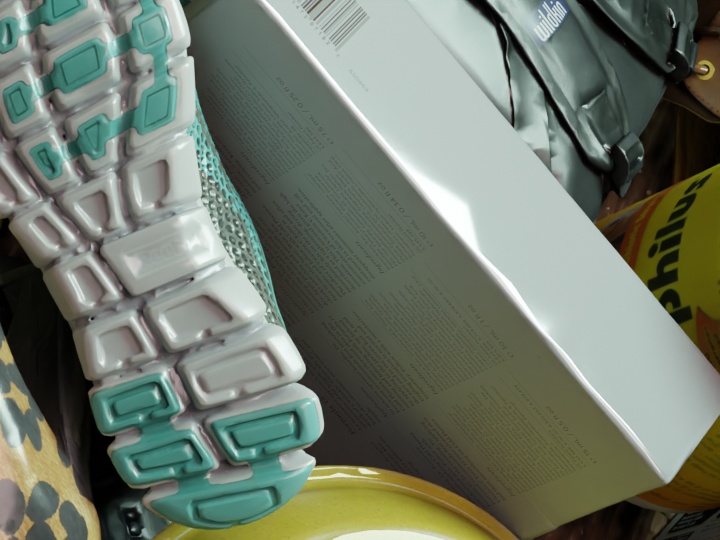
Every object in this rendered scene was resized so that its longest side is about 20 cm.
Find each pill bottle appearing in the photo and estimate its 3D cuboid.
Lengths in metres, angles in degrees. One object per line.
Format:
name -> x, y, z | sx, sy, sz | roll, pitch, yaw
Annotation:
pill bottle -> 0.132, 0.019, 0.921 | 0.109, 0.200, 0.109 | 10, 69, -29

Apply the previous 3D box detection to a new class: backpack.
backpack -> 0.001, -0.107, 0.927 | 0.200, 0.154, 0.163 | 54, 45, -28

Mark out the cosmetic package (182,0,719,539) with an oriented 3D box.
cosmetic package -> 0.000, 0.000, 0.876 | 0.200, 0.151, 0.052 | 50, 50, -9

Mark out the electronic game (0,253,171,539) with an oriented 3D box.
electronic game -> -0.116, 0.086, 0.844 | 0.200, 0.042, 0.200 | 16, 60, -30

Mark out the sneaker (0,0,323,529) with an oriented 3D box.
sneaker -> -0.071, -0.022, 0.819 | 0.077, 0.091, 0.200 | -17, 95, 1

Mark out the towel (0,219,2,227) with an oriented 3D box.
towel -> -0.181, -0.073, 0.826 | 0.200, 0.018, 0.086 | 20, 63, -49

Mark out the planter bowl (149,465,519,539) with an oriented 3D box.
planter bowl -> 0.010, 0.159, 0.807 | 0.200, 0.083, 0.201 | 0, 89, -27

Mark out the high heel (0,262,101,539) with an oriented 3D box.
high heel -> -0.146, 0.026, 0.762 | 0.200, 0.071, 0.143 | 33, 44, -38

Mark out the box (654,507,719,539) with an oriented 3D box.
box -> 0.169, 0.082, 0.923 | 0.110, 0.200, 0.035 | -42, 98, -34

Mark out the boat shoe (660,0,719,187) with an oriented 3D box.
boat shoe -> 0.141, -0.074, 1.003 | 0.067, 0.072, 0.200 | -7, 107, -14
